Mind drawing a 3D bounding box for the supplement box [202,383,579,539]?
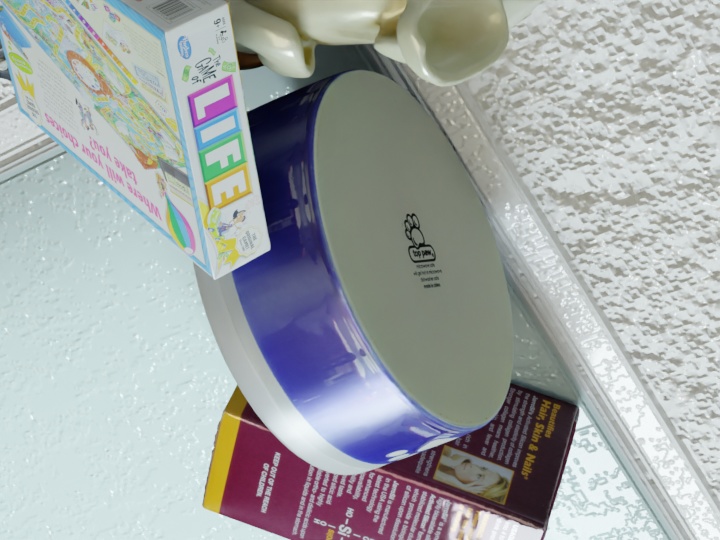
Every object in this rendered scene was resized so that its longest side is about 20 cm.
[{"bbox_3d":[0.019,0.112,1.084,0.198,0.111,0.086,19,129,5],"label":"supplement box"}]

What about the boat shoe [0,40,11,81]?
[{"bbox_3d":[-0.182,-0.133,1.007,0.199,0.072,0.068,-25,113,23],"label":"boat shoe"}]

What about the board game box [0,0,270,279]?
[{"bbox_3d":[-0.120,-0.100,0.873,0.200,0.034,0.136,38,146,42],"label":"board game box"}]

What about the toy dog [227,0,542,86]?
[{"bbox_3d":[-0.016,-0.165,0.881,0.198,0.193,0.141,0,105,35],"label":"toy dog"}]

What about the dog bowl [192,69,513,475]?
[{"bbox_3d":[0.000,0.000,0.953,0.078,0.201,0.201,-21,116,27],"label":"dog bowl"}]
